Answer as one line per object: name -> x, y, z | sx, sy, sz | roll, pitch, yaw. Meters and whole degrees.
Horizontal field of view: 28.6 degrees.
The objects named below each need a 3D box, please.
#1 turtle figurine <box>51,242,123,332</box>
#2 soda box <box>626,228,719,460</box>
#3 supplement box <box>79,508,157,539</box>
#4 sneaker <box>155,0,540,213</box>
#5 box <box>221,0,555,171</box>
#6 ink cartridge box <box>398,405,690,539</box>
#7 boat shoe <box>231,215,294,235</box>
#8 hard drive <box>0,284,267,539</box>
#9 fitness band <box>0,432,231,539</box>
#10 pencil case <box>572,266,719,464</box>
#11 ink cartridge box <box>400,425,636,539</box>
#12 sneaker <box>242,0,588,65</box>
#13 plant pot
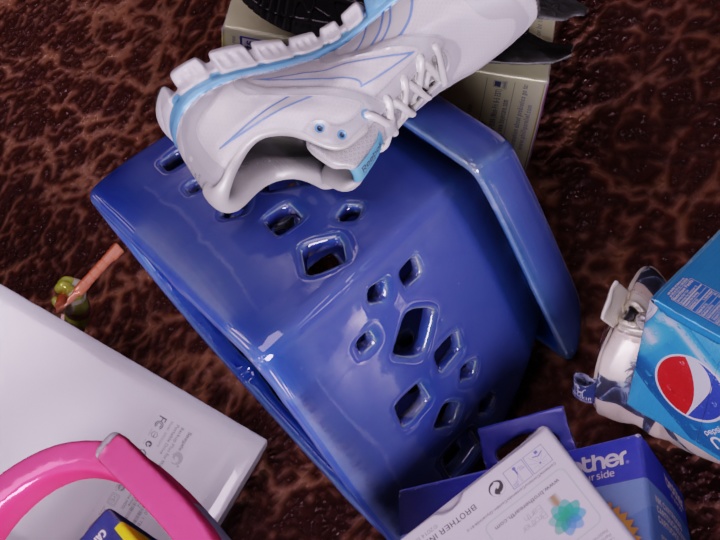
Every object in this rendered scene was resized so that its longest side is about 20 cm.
turtle figurine -> -0.223, 0.066, 0.962 | 0.161, 0.064, 0.201 | 20, 87, 50
soda box -> 0.201, -0.003, 0.623 | 0.064, 0.068, 0.200 | 32, 52, 27
supplement box -> -0.089, 0.236, 0.714 | 0.109, 0.110, 0.200 | -46, 53, -6
sneaker -> 0.003, -0.083, 0.699 | 0.199, 0.075, 0.087 | -25, 56, 1
box -> 0.027, -0.175, 0.912 | 0.199, 0.097, 0.176 | 10, 59, 2
ink cartridge box -> 0.093, 0.168, 0.692 | 0.136, 0.076, 0.201 | -17, 49, 20
boat shoe -> -0.098, -0.074, 0.951 | 0.073, 0.068, 0.199 | -7, 21, -16
hard drive -> -0.175, 0.110, 0.855 | 0.200, 0.026, 0.132 | 29, 72, 6
fitness band -> -0.132, 0.164, 0.687 | 0.144, 0.037, 0.200 | -47, 51, -6
pencil case -> 0.203, 0.067, 0.661 | 0.200, 0.089, 0.078 | 24, 90, 26
ink cartridge box -> 0.090, 0.175, 0.609 | 0.119, 0.042, 0.200 | -38, 45, 1
sneaker -> 0.023, -0.163, 0.810 | 0.199, 0.060, 0.104 | 26, 38, 15
plant pot -> 0.000, 0.000, 0.793 | 0.180, 0.200, 0.200 | -41, 45, -10
